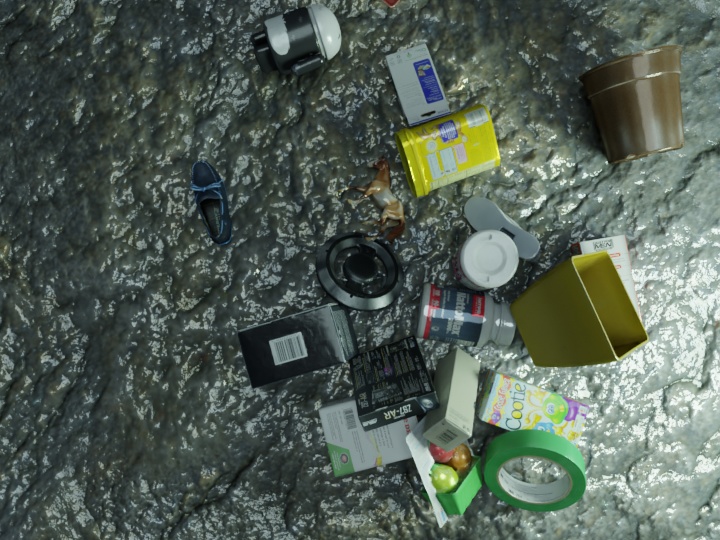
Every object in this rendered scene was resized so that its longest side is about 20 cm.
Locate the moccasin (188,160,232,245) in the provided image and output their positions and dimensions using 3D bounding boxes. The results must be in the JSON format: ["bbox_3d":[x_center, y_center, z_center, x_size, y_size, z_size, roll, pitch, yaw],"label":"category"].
[{"bbox_3d":[-0.336,-0.160,1.306,0.080,0.068,0.201,-23,85,2],"label":"moccasin"}]

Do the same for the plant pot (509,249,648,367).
[{"bbox_3d":[0.423,0.091,1.152,0.176,0.199,0.201,-30,76,40],"label":"plant pot"}]

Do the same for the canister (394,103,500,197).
[{"bbox_3d":[0.191,-0.263,1.256,0.199,0.087,0.150,-20,111,-1],"label":"canister"}]

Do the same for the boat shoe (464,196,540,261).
[{"bbox_3d":[0.310,-0.085,1.262,0.074,0.065,0.200,-45,64,7],"label":"boat shoe"}]

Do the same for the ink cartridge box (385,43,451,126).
[{"bbox_3d":[0.128,-0.407,1.285,0.099,0.039,0.201,-15,68,2],"label":"ink cartridge box"}]

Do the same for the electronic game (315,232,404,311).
[{"bbox_3d":[0.000,0.000,1.245,0.198,0.042,0.201,9,54,-13],"label":"electronic game"}]

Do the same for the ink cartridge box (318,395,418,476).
[{"bbox_3d":[0.025,0.340,1.240,0.198,0.084,0.146,-15,86,2],"label":"ink cartridge box"}]

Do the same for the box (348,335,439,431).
[{"bbox_3d":[0.063,0.228,1.192,0.159,0.200,0.044,-19,118,1],"label":"box"}]

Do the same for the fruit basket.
[{"bbox_3d":[0.169,0.386,1.186,0.093,0.185,0.201,-23,95,41],"label":"fruit basket"}]

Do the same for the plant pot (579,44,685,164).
[{"bbox_3d":[0.581,-0.337,1.208,0.198,0.200,0.200,-11,93,3],"label":"plant pot"}]

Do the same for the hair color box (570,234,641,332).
[{"bbox_3d":[0.530,0.031,1.242,0.101,0.061,0.202,-9,87,3],"label":"hair color box"}]

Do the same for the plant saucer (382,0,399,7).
[{"bbox_3d":[0.068,-0.737,1.338,0.199,0.037,0.200,43,89,6],"label":"plant saucer"}]

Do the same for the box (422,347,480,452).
[{"bbox_3d":[0.188,0.260,1.174,0.068,0.201,0.082,34,129,-8],"label":"box"}]

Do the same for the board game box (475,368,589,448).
[{"bbox_3d":[0.357,0.293,1.213,0.198,0.103,0.106,19,87,5],"label":"board game box"}]

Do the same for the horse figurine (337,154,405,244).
[{"bbox_3d":[0.043,-0.148,1.284,0.132,0.050,0.201,-26,76,-18],"label":"horse figurine"}]

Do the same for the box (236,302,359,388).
[{"bbox_3d":[-0.122,0.150,1.200,0.198,0.197,0.125,-17,87,7],"label":"box"}]

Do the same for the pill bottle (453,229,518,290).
[{"bbox_3d":[0.252,-0.017,1.193,0.112,0.200,0.114,0,86,3],"label":"pill bottle"}]

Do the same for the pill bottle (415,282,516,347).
[{"bbox_3d":[0.224,0.099,1.228,0.198,0.120,0.121,8,86,4],"label":"pill bottle"}]

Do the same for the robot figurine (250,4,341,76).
[{"bbox_3d":[-0.142,-0.516,1.294,0.198,0.125,0.151,-19,102,2],"label":"robot figurine"}]

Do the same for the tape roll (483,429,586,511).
[{"bbox_3d":[0.355,0.411,1.176,0.199,0.048,0.202,8,124,12],"label":"tape roll"}]
